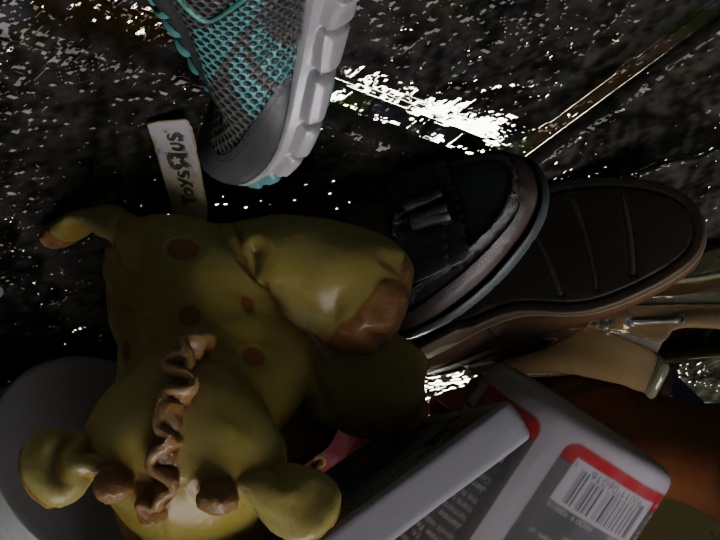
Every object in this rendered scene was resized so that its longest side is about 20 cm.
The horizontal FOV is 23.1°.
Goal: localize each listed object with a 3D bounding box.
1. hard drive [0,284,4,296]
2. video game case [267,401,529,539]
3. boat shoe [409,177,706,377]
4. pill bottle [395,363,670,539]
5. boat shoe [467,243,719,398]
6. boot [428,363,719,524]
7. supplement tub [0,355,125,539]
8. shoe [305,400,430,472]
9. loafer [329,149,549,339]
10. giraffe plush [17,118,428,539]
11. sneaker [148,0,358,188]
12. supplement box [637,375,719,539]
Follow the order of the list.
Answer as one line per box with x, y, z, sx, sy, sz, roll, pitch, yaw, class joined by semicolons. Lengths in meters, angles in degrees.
-0.256;0.029;0.686;0.200;0.038;0.140;-42;135;-7;hard drive
-0.032;0.129;0.810;0.200;0.023;0.182;-34;-179;-17;video game case
0.089;0.006;0.930;0.200;0.072;0.068;-16;158;18;boat shoe
0.064;0.160;0.924;0.200;0.114;0.114;-57;144;2;pill bottle
0.153;0.037;1.003;0.200;0.076;0.072;-13;152;-8;boat shoe
0.142;0.113;1.010;0.155;0.200;0.074;-15;123;-21;boot
-0.176;0.148;0.946;0.145;0.145;0.200;3;145;-34;supplement tub
-0.034;0.140;0.946;0.091;0.200;0.071;25;161;-4;shoe
0.000;0.000;0.863;0.200;0.072;0.063;-33;143;30;loafer
-0.063;0.060;0.774;0.172;0.162;0.200;-15;133;20;giraffe plush
-0.047;-0.107;0.658;0.091;0.078;0.200;8;142;-13;sneaker
0.185;0.209;1.122;0.200;0.200;0.134;-42;174;-45;supplement box
